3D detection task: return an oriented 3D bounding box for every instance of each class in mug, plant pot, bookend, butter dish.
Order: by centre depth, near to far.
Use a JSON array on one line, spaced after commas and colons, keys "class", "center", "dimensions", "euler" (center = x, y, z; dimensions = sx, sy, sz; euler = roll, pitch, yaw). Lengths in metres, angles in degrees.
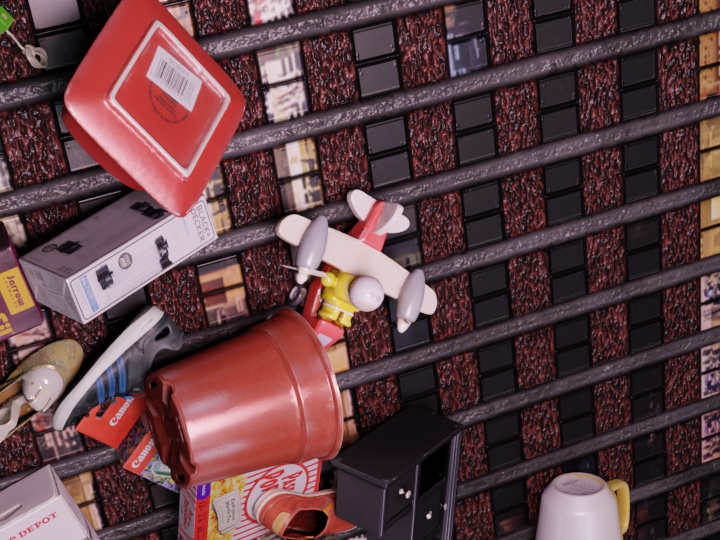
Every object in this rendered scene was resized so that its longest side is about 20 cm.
[{"class": "butter dish", "center": [-0.258, -0.178, 1.441], "dimensions": [0.200, 0.147, 0.200], "euler": [45, 51, -30]}, {"class": "plant pot", "center": [-0.153, 0.170, 1.582], "dimensions": [0.194, 0.201, 0.202], "euler": [-16, 119, -27]}, {"class": "bookend", "center": [0.048, 0.321, 1.761], "dimensions": [0.200, 0.092, 0.200], "euler": [-26, 126, -50]}, {"class": "mug", "center": [0.338, 0.391, 1.963], "dimensions": [0.148, 0.187, 0.154], "euler": [0, 107, 13]}]

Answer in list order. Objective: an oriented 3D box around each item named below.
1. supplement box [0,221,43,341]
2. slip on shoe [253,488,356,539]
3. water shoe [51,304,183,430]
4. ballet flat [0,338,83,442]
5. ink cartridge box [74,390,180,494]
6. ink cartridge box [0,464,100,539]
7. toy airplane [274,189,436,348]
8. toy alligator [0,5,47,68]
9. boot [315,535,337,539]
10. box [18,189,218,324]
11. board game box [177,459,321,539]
[{"class": "supplement box", "center": [-0.483, 0.039, 1.474], "dimensions": [0.199, 0.086, 0.111], "euler": [-23, 119, -11]}, {"class": "slip on shoe", "center": [-0.061, 0.340, 1.739], "dimensions": [0.199, 0.061, 0.074], "euler": [17, 108, -50]}, {"class": "water shoe", "center": [-0.303, 0.137, 1.591], "dimensions": [0.079, 0.072, 0.200], "euler": [42, 93, -11]}, {"class": "ballet flat", "center": [-0.421, 0.164, 1.568], "dimensions": [0.199, 0.071, 0.071], "euler": [-36, 121, -4]}, {"class": "ink cartridge box", "center": [-0.260, 0.219, 1.668], "dimensions": [0.199, 0.050, 0.109], "euler": [32, 98, -31]}, {"class": "ink cartridge box", "center": [-0.416, 0.375, 1.656], "dimensions": [0.146, 0.083, 0.201], "euler": [-28, 121, -9]}, {"class": "toy airplane", "center": [0.000, 0.000, 1.621], "dimensions": [0.199, 0.141, 0.200], "euler": [-17, 118, -14]}, {"class": "toy alligator", "center": [-0.420, -0.289, 1.372], "dimensions": [0.054, 0.060, 0.200], "euler": [-13, 130, 33]}, {"class": "boot", "center": [-0.137, 0.410, 1.768], "dimensions": [0.199, 0.067, 0.175], "euler": [-10, 159, 19]}, {"class": "box", "center": [-0.278, -0.026, 1.473], "dimensions": [0.200, 0.116, 0.060], "euler": [-37, 125, -31]}, {"class": "board game box", "center": [-0.147, 0.293, 1.708], "dimensions": [0.199, 0.046, 0.152], "euler": [-17, 131, -32]}]
